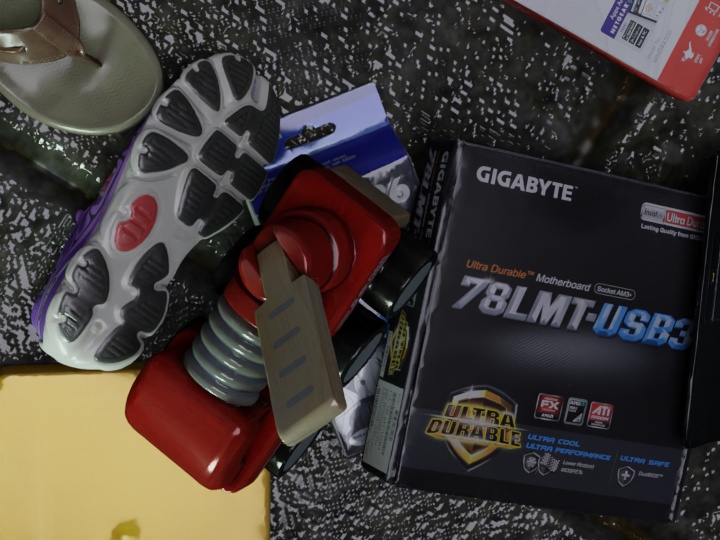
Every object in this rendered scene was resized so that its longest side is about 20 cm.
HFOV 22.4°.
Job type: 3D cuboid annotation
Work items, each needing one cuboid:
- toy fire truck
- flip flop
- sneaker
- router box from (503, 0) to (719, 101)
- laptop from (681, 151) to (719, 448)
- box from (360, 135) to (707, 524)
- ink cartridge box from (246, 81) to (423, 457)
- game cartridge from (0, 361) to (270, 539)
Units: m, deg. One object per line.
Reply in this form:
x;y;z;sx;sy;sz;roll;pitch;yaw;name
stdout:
-0.049;0.045;0.936;0.128;0.200;0.176;38;107;11;toy fire truck
-0.193;-0.148;0.992;0.081;0.058;0.200;-44;105;1;flip flop
-0.124;-0.040;1.022;0.081;0.083;0.200;42;76;-30;sneaker
0.158;-0.227;1.043;0.179;0.049;0.201;26;96;-14;router box
0.296;0.019;1.087;0.199;0.103;0.179;-6;105;-44;laptop
0.114;0.038;1.065;0.199;0.050;0.200;12;94;-24;box
0.000;0.000;1.068;0.099;0.039;0.201;-22;104;-4;ink cartridge box
-0.141;0.154;1.081;0.175;0.032;0.202;-1;99;-10;game cartridge
